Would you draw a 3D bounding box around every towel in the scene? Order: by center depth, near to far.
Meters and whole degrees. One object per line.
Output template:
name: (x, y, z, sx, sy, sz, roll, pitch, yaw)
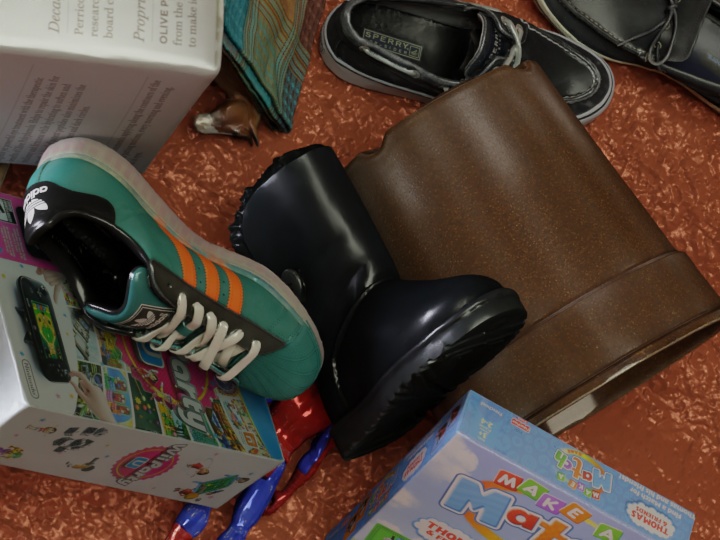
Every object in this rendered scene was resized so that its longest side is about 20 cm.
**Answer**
towel: (-0.051, -0.182, 1.420, 0.022, 0.200, 0.148, 11, 75, 15)

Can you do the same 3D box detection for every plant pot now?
plant pot: (0.095, -0.006, 1.433, 0.199, 0.200, 0.199, -27, 80, -19)

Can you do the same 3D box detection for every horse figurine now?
horse figurine: (-0.116, -0.185, 1.468, 0.132, 0.050, 0.202, 7, 71, -28)

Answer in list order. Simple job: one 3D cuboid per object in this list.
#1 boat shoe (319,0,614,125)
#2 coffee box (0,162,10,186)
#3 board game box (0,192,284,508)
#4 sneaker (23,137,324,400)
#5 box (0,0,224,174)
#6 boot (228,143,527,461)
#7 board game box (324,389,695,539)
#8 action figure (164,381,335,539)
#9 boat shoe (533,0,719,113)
boat shoe: (0.075, -0.138, 1.509, 0.198, 0.068, 0.072, 14, 76, -13)
coffee box: (-0.258, -0.088, 1.394, 0.114, 0.080, 0.201, 23, 73, -11)
board game box: (-0.148, 0.045, 1.335, 0.199, 0.064, 0.148, 18, 45, -48)
sneaker: (-0.107, 0.017, 1.293, 0.200, 0.071, 0.080, 39, 33, -16)
box: (-0.176, -0.177, 1.289, 0.170, 0.199, 0.202, 4, 75, -16)
boot: (0.000, 0.000, 1.347, 0.076, 0.200, 0.169, -21, 76, -30)
board game box: (0.080, 0.160, 1.383, 0.151, 0.200, 0.037, 29, 51, -9)
action figure: (-0.066, 0.121, 1.427, 0.065, 0.052, 0.200, 41, 72, -10)
boat shoe: (0.204, -0.161, 1.556, 0.199, 0.062, 0.075, 29, 74, -8)
